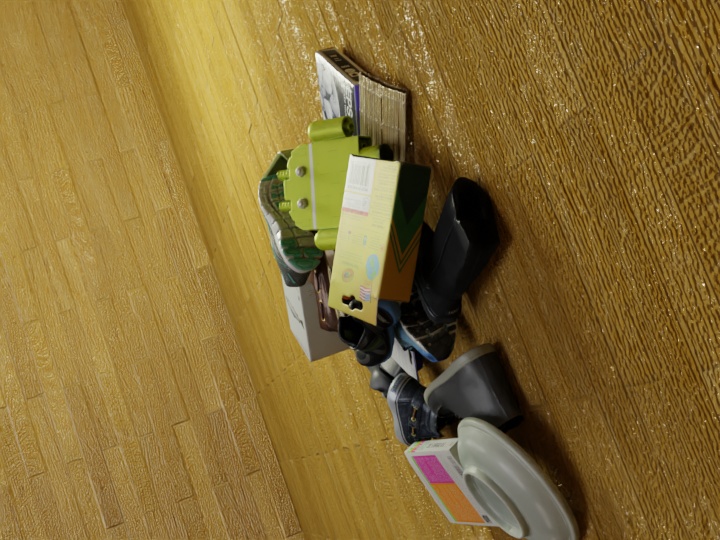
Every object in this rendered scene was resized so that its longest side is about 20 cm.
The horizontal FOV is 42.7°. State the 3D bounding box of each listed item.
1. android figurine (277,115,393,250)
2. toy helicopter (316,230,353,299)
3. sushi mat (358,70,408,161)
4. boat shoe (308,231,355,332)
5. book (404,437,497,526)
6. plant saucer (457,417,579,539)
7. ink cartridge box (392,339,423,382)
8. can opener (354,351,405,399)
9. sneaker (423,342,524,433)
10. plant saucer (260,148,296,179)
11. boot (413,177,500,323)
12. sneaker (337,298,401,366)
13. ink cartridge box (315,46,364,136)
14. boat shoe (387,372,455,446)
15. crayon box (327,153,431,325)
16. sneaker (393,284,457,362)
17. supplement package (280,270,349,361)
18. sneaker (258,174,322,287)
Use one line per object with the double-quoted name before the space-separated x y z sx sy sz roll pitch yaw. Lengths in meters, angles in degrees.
"android figurine" -0.040 -0.120 1.290 0.199 0.041 0.184 -1 92 38
"toy helicopter" 0.000 0.000 1.392 0.200 0.078 0.133 50 -139 -48
"sushi mat" 0.031 -0.168 1.265 0.095 0.012 0.201 33 139 37
"boat shoe" -0.055 0.001 1.439 0.072 0.067 0.202 -22 -79 -63
"book" 0.141 0.304 1.331 0.134 0.048 0.200 51 161 -1
"plant saucer" 0.179 0.273 1.137 0.200 0.050 0.201 46 161 21
"ink cartridge box" 0.058 0.097 1.477 0.200 0.037 0.095 -135 32 -62
"can opener" 0.036 0.164 1.605 0.063 0.079 0.200 36 -179 -24
"sneaker" 0.145 0.183 1.214 0.200 0.074 0.107 110 139 -63
"plant saucer" -0.063 -0.118 1.513 0.200 0.048 0.200 43 164 -6
"boot" 0.099 -0.047 1.139 0.166 0.065 0.200 62 162 24
"sneaker" 0.006 0.079 1.278 0.200 0.082 0.071 97 155 -64
"ink cartridge box" -0.003 -0.201 1.353 0.200 0.043 0.199 -131 28 -50
"boat shoe" 0.103 0.236 1.420 0.091 0.071 0.201 26 158 28
"crayon box" 0.020 -0.040 1.163 0.127 0.050 0.202 20 102 57
"sneaker" 0.087 0.079 1.305 0.200 0.078 0.091 -125 21 -62
"supplement package" -0.071 0.044 1.695 0.117 0.117 0.201 -130 26 -50
"sneaker" -0.117 -0.059 1.419 0.091 0.077 0.201 109 151 -50
